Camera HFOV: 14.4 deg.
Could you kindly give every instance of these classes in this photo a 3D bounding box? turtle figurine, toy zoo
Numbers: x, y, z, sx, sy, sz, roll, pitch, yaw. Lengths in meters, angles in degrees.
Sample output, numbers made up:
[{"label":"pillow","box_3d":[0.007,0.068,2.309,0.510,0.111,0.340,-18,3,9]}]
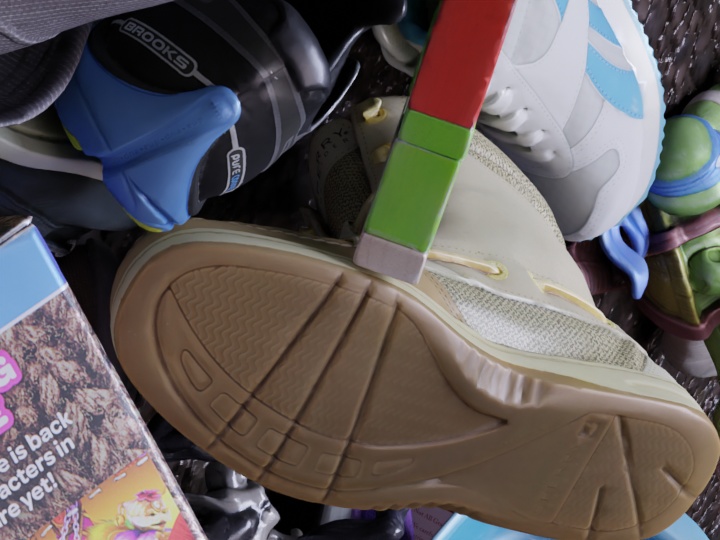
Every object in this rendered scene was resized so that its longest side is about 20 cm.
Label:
[{"label":"turtle figurine","box_3d":[0.180,-0.011,1.147,0.200,0.144,0.194,-45,151,-23]},{"label":"toy zoo","box_3d":[0.044,-0.109,0.791,0.131,0.020,0.200,-73,-178,-67]}]

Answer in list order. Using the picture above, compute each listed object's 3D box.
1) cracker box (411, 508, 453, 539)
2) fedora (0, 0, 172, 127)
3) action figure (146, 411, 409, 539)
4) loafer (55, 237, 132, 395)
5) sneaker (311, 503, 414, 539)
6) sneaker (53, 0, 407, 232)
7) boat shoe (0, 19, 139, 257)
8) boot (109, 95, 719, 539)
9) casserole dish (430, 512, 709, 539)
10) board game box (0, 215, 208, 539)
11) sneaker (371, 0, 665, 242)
[{"label":"cracker box","box_3d":[0.044,0.165,1.157,0.134,0.058,0.200,0,112,-60]},{"label":"fedora","box_3d":[-0.070,-0.126,0.612,0.200,0.090,0.177,66,24,-43]},{"label":"action figure","box_3d":[-0.032,0.081,0.903,0.119,0.102,0.200,55,49,-10]},{"label":"loafer","box_3d":[-0.111,0.082,0.801,0.073,0.071,0.200,112,-9,-72]},{"label":"sneaker","box_3d":[0.028,0.158,1.009,0.083,0.200,0.081,-11,156,-9]},{"label":"sneaker","box_3d":[-0.023,-0.073,0.757,0.071,0.083,0.200,59,17,-19]},{"label":"boat shoe","box_3d":[-0.110,-0.042,0.720,0.066,0.075,0.199,-32,163,17]},{"label":"boot","box_3d":[0.000,0.000,0.860,0.200,0.156,0.073,15,118,-29]},{"label":"casserole dish","box_3d":[0.051,0.153,0.953,0.200,0.121,0.039,-48,172,-35]},{"label":"board game box","box_3d":[-0.114,0.113,0.690,0.159,0.097,0.200,-35,107,-29]},{"label":"sneaker","box_3d":[0.045,-0.080,0.944,0.081,0.076,0.200,-44,138,-25]}]
